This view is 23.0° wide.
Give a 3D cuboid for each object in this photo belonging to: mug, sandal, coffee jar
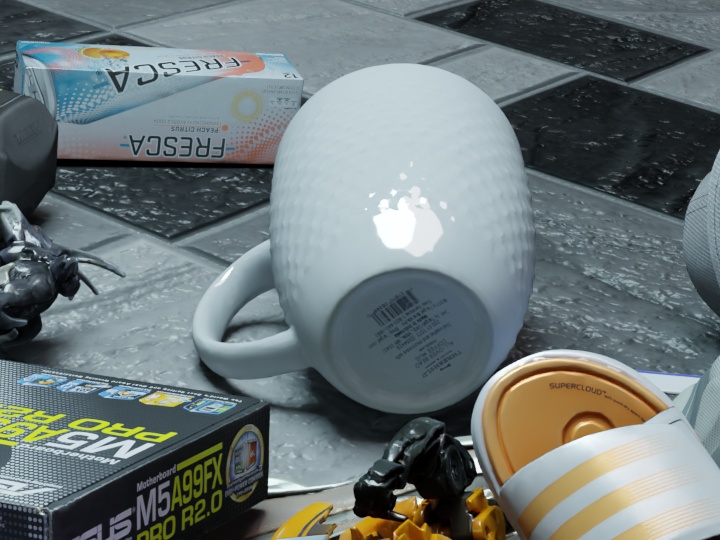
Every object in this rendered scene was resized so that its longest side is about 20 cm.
[{"bbox_3d":[0.000,0.000,0.959,0.199,0.148,0.176,-21,29,11],"label":"mug"},{"bbox_3d":[0.116,0.112,0.633,0.079,0.059,0.207,-31,74,-6],"label":"sandal"},{"bbox_3d":[-0.292,-0.077,1.096,0.198,0.086,0.104,11,21,11],"label":"coffee jar"}]

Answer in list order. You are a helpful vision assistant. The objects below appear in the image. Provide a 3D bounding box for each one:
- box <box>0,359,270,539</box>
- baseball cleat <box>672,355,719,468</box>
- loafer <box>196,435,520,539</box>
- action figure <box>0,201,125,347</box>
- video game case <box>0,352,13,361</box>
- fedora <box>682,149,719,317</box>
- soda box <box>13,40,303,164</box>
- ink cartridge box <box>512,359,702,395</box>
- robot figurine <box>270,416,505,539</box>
[{"bbox_3d":[-0.158,0.077,0.701,0.199,0.045,0.160,6,12,25],"label":"box"},{"bbox_3d":[0.152,0.110,0.694,0.069,0.107,0.201,12,44,-15],"label":"baseball cleat"},{"bbox_3d":[0.008,0.119,0.737,0.198,0.072,0.063,-9,39,10],"label":"loafer"},{"bbox_3d":[-0.222,0.000,0.911,0.199,0.103,0.119,-19,2,-38],"label":"action figure"},{"bbox_3d":[-0.192,0.102,0.791,0.180,0.026,0.199,26,29,37],"label":"video game case"},{"bbox_3d":[0.270,-0.009,1.056,0.199,0.178,0.090,19,-17,-22],"label":"fedora"},{"bbox_3d":[-0.143,-0.118,1.250,0.198,0.069,0.064,0,24,-18],"label":"soda box"},{"bbox_3d":[0.170,0.113,0.844,0.196,0.047,0.200,6,22,0],"label":"ink cartridge box"},{"bbox_3d":[0.010,0.134,0.619,0.058,0.146,0.200,-10,3,20],"label":"robot figurine"}]
